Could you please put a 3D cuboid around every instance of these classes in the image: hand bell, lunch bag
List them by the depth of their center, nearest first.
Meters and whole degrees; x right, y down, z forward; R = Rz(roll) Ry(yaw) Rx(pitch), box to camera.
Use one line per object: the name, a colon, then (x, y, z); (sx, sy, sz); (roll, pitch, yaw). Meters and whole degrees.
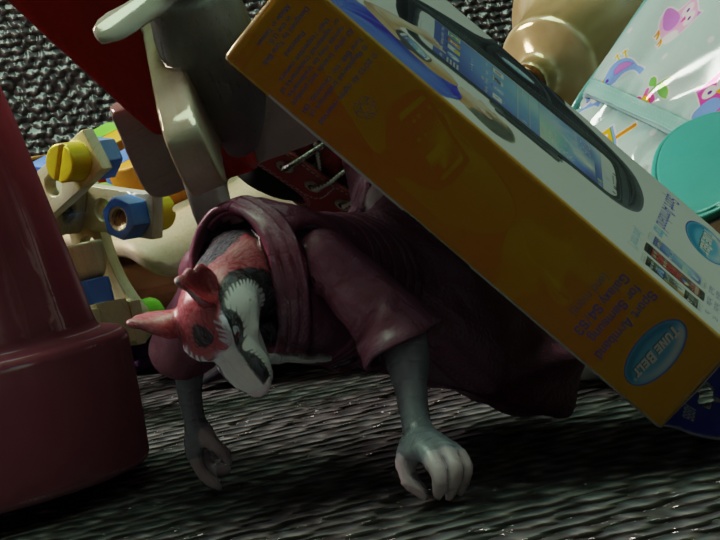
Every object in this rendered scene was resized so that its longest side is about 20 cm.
lunch bag: (0.186, -0.076, 1.026); (0.161, 0.077, 0.200); (-52, 27, -1)
hand bell: (0.079, -0.089, 1.115); (0.104, 0.105, 0.200); (-6, 20, 35)

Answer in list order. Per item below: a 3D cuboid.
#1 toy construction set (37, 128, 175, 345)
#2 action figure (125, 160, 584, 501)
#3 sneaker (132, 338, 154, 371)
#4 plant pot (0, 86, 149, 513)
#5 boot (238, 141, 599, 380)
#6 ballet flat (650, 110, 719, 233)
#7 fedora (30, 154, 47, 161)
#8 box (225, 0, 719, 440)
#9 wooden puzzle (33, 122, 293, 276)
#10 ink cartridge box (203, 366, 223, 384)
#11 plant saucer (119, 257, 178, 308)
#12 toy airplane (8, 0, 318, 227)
toy construction set: (-0.169, 0.007, 1.050); (0.092, 0.132, 0.200); (-12, 5, -38)
action figure: (0.000, 0.002, 0.746); (0.133, 0.150, 0.200); (1, -5, 33)
sneaker: (-0.124, 0.018, 1.229); (0.087, 0.075, 0.200); (-16, 7, -21)
plant pot: (-0.191, 0.002, 0.826); (0.199, 0.180, 0.200); (-11, 4, 1)
boot: (0.028, -0.024, 0.885); (0.144, 0.073, 0.200); (30, -5, -37)
ballet flat: (0.160, -0.008, 0.861); (0.067, 0.067, 0.200); (-25, 17, 0)
fedora: (-0.210, 0.008, 1.279); (0.200, 0.082, 0.201); (-22, -18, -7)
box: (0.056, -0.027, 0.722); (0.042, 0.200, 0.119); (-52, -1, 18)
wooden puzzle: (-0.084, -0.066, 1.155); (0.185, 0.046, 0.200); (-30, 23, -26)
ink cartridge box: (0.000, 0.000, 1.125); (0.119, 0.042, 0.200); (-36, -9, 32)
plant saucer: (-0.078, -0.031, 1.179); (0.199, 0.038, 0.200); (-17, 22, 7)
toy airplane: (-0.071, -0.111, 0.796); (0.141, 0.200, 0.199); (-38, -12, 14)
